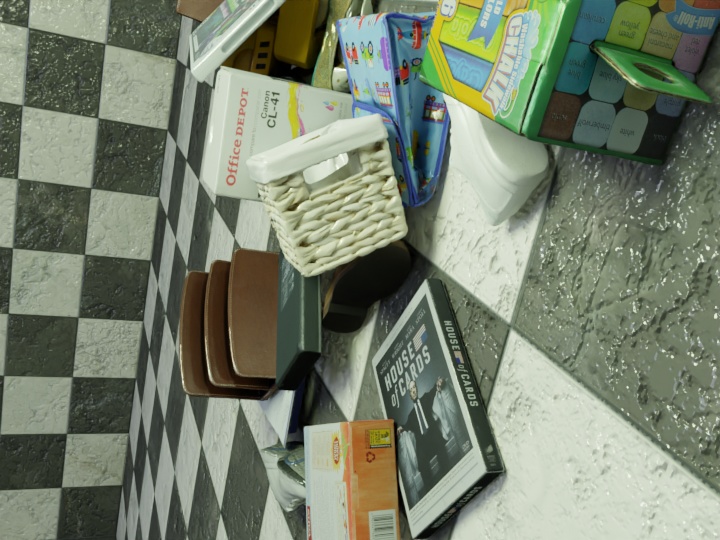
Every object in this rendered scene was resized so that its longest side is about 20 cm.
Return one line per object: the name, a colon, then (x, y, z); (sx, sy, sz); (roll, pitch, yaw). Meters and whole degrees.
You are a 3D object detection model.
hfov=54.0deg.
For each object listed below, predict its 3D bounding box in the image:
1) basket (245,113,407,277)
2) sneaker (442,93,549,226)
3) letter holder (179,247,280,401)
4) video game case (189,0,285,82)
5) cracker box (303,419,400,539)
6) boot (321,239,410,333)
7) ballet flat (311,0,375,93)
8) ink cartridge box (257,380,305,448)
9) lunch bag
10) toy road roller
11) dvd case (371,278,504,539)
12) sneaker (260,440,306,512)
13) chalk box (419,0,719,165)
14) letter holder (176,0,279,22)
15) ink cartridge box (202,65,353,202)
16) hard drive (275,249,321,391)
basket: (-0.039, -0.084, 0.765); (0.200, 0.133, 0.126); (-143, 32, -73)
sneaker: (0.099, -0.134, 0.632); (0.089, 0.073, 0.205); (111, 153, -55)
letter holder: (-0.193, 0.077, 1.057); (0.101, 0.138, 0.205); (-46, 43, 52)
video game case: (-0.157, -0.344, 0.935); (0.181, 0.023, 0.201); (-40, 31, 10)
cracker box: (-0.015, 0.241, 0.796); (0.200, 0.056, 0.138); (145, 124, -68)
boot: (0.000, 0.000, 0.830); (0.200, 0.072, 0.077); (130, 148, -56)
ballet flat: (-0.020, -0.293, 0.940); (0.071, 0.069, 0.205); (-126, 44, -55)
ink cartridge box: (-0.109, 0.134, 1.076); (0.199, 0.046, 0.204); (28, 109, 63)
lunch bag: (0.042, -0.168, 0.765); (0.150, 0.091, 0.206); (-143, 48, -64)
toy road roller: (-0.115, -0.326, 0.998); (0.123, 0.142, 0.204); (-57, -14, -60)
dvd case: (0.067, 0.135, 0.699); (0.152, 0.024, 0.204); (120, 145, -44)
sneaker: (-0.085, 0.291, 0.978); (0.199, 0.072, 0.090); (162, 99, -71)
chalk box: (0.143, -0.153, 0.464); (0.200, 0.122, 0.127); (-130, 49, -56)
letter holder: (-0.160, -0.436, 1.069); (0.102, 0.195, 0.145); (-88, 19, -58)
ink cartridge box: (-0.088, -0.160, 0.892); (0.085, 0.195, 0.152); (-142, 60, -61)
hard drive: (-0.083, 0.039, 0.938); (0.140, 0.032, 0.205); (125, 148, -56)
